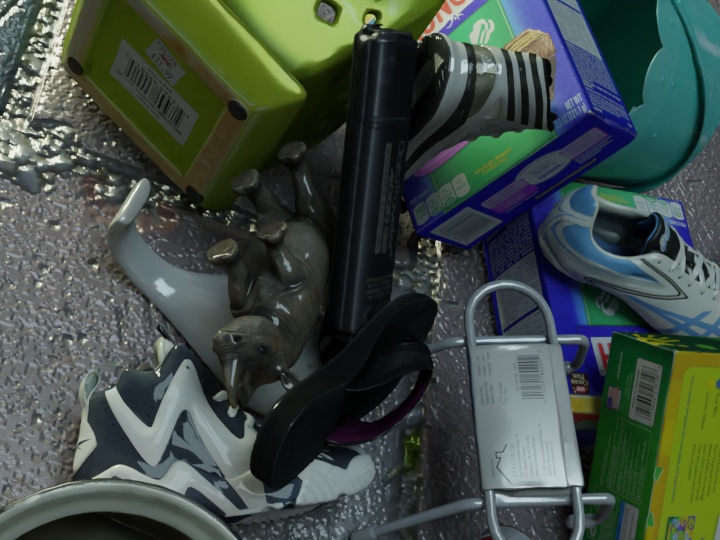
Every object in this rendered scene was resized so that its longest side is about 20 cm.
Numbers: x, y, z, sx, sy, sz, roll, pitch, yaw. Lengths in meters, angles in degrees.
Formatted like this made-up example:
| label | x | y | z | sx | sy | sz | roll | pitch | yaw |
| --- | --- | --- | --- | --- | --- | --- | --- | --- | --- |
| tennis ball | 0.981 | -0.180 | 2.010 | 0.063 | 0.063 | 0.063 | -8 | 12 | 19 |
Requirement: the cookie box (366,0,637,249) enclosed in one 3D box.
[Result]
| label | x | y | z | sx | sy | sz | roll | pitch | yaw |
| --- | --- | --- | --- | --- | --- | --- | --- | --- | --- |
| cookie box | 0.094 | -0.148 | 0.959 | 0.075 | 0.170 | 0.202 | 16 | 48 | -49 |

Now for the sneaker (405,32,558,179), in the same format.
| label | x | y | z | sx | sy | sz | roll | pitch | yaw |
| --- | --- | --- | --- | --- | --- | --- | --- | --- | --- |
| sneaker | 0.071 | -0.099 | 0.872 | 0.114 | 0.200 | 0.077 | 4 | 76 | -18 |

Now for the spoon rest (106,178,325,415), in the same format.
| label | x | y | z | sx | sy | sz | roll | pitch | yaw |
| --- | --- | --- | --- | --- | --- | --- | --- | --- | --- |
| spoon rest | -0.093 | 0.023 | 0.847 | 0.200 | 0.060 | 0.100 | 43 | 50 | -20 |

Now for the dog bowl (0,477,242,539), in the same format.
| label | x | y | z | sx | sy | sz | roll | pitch | yaw |
| --- | --- | --- | --- | --- | --- | --- | --- | --- | --- |
| dog bowl | -0.142 | 0.211 | 0.657 | 0.197 | 0.074 | 0.203 | 2 | 83 | -19 |

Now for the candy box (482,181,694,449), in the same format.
| label | x | y | z | sx | sy | sz | roll | pitch | yaw |
| --- | --- | --- | --- | --- | --- | --- | --- | --- | --- |
| candy box | 0.193 | 0.037 | 0.985 | 0.167 | 0.077 | 0.202 | 7 | 62 | -27 |

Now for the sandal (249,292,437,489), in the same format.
| label | x | y | z | sx | sy | sz | roll | pitch | yaw |
| --- | --- | --- | --- | --- | --- | --- | --- | --- | --- |
| sandal | 0.004 | 0.079 | 0.770 | 0.048 | 0.076 | 0.200 | 26 | 35 | 20 |

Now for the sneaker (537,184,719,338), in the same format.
| label | x | y | z | sx | sy | sz | roll | pitch | yaw |
| --- | --- | --- | --- | --- | --- | --- | --- | --- | --- |
| sneaker | 0.228 | -0.001 | 0.932 | 0.198 | 0.072 | 0.073 | 24 | 53 | -18 |

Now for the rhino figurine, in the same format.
| label | x | y | z | sx | sy | sz | roll | pitch | yaw |
| --- | --- | --- | --- | --- | --- | --- | --- | --- | --- |
| rhino figurine | -0.055 | 0.012 | 0.781 | 0.201 | 0.059 | 0.088 | -78 | 150 | -48 |

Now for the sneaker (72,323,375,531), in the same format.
| label | x | y | z | sx | sy | sz | roll | pitch | yaw |
| --- | --- | --- | --- | --- | --- | --- | --- | --- | --- |
| sneaker | -0.088 | 0.094 | 0.784 | 0.197 | 0.079 | 0.131 | -6 | 75 | -22 |

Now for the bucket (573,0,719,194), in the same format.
| label | x | y | z | sx | sy | sz | roll | pitch | yaw |
| --- | --- | --- | --- | --- | --- | --- | --- | --- | --- |
| bucket | 0.195 | -0.165 | 1.019 | 0.134 | 0.206 | 0.210 | 9 | 58 | -42 |

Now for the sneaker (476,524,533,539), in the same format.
| label | x | y | z | sx | sy | sz | roll | pitch | yaw |
| --- | --- | --- | --- | --- | --- | --- | --- | --- | --- |
| sneaker | 0.125 | 0.267 | 0.798 | 0.200 | 0.071 | 0.112 | 49 | 27 | 11 |

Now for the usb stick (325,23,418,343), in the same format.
| label | x | y | z | sx | sy | sz | roll | pitch | yaw |
| --- | --- | --- | --- | --- | --- | --- | --- | --- | --- |
| usb stick | 0.007 | -0.055 | 0.797 | 0.055 | 0.032 | 0.203 | -13 | 111 | -58 |

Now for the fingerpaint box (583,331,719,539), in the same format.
| label | x | y | z | sx | sy | sz | roll | pitch | yaw |
| --- | --- | --- | --- | --- | --- | --- | --- | --- | --- |
| fingerpaint box | 0.249 | 0.151 | 0.895 | 0.165 | 0.073 | 0.203 | 4 | 97 | -28 |

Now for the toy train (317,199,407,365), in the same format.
| label | x | y | z | sx | sy | sz | roll | pitch | yaw |
| --- | --- | --- | --- | --- | --- | --- | --- | --- | --- |
| toy train | 0.000 | 0.000 | 0.898 | 0.045 | 0.034 | 0.201 | 29 | 40 | -14 |

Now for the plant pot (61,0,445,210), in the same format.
| label | x | y | z | sx | sy | sz | roll | pitch | yaw |
| --- | --- | --- | --- | --- | --- | --- | --- | --- | --- |
| plant pot | -0.088 | -0.173 | 0.869 | 0.200 | 0.199 | 0.182 | 45 | 58 | -1 |

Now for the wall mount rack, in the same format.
| label | x | y | z | sx | sy | sz | roll | pitch | yaw |
| --- | --- | --- | --- | --- | --- | --- | --- | --- | --- |
| wall mount rack | 0.076 | 0.111 | 0.837 | 0.171 | 0.075 | 0.202 | -1 | 61 | -4 |
